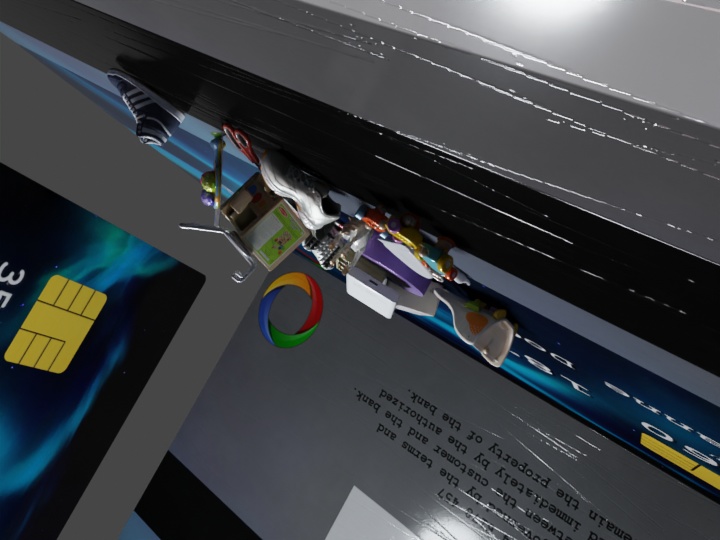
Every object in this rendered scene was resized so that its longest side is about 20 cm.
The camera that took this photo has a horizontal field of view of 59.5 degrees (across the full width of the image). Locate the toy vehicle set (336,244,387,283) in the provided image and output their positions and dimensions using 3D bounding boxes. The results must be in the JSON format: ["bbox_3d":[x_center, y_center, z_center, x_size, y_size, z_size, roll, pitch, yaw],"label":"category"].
[{"bbox_3d":[0.000,0.000,1.493,0.122,0.027,0.200,32,172,3],"label":"toy vehicle set"}]

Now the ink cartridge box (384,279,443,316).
[{"bbox_3d":[0.119,0.059,1.648,0.143,0.088,0.200,17,177,-4],"label":"ink cartridge box"}]

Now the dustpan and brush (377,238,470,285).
[{"bbox_3d":[0.137,-0.016,1.236,0.199,0.058,0.139,42,173,-20],"label":"dustpan and brush"}]

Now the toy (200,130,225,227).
[{"bbox_3d":[-0.328,-0.203,1.391,0.046,0.207,0.115,6,-176,-17],"label":"toy"}]

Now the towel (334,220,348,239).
[{"bbox_3d":[-0.059,-0.110,1.641,0.197,0.023,0.144,33,174,-2],"label":"towel"}]

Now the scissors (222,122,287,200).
[{"bbox_3d":[-0.216,-0.224,1.308,0.072,0.014,0.201,20,153,41],"label":"scissors"}]

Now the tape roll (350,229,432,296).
[{"bbox_3d":[0.074,-0.021,1.430,0.197,0.067,0.200,32,176,3],"label":"tape roll"}]

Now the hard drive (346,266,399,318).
[{"bbox_3d":[0.026,0.053,1.477,0.130,0.027,0.200,32,168,7],"label":"hard drive"}]

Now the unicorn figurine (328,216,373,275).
[{"bbox_3d":[-0.012,-0.066,1.297,0.073,0.138,0.200,40,160,-4],"label":"unicorn figurine"}]

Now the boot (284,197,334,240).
[{"bbox_3d":[-0.133,-0.158,1.415,0.137,0.078,0.201,34,163,19],"label":"boot"}]

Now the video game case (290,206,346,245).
[{"bbox_3d":[-0.143,-0.142,1.636,0.197,0.023,0.182,30,171,28],"label":"video game case"}]

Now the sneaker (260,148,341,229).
[{"bbox_3d":[-0.108,-0.167,1.227,0.090,0.077,0.200,-10,137,40],"label":"sneaker"}]

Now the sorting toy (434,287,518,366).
[{"bbox_3d":[0.250,0.106,1.438,0.179,0.108,0.199,37,179,36],"label":"sorting toy"}]

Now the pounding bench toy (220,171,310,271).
[{"bbox_3d":[-0.234,-0.136,1.385,0.156,0.124,0.201,46,176,43],"label":"pounding bench toy"}]

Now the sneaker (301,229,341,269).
[{"bbox_3d":[-0.105,-0.071,1.610,0.081,0.075,0.200,44,176,33],"label":"sneaker"}]

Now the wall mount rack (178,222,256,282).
[{"bbox_3d":[-0.298,-0.057,1.359,0.174,0.074,0.200,49,177,-8],"label":"wall mount rack"}]

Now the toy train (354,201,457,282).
[{"bbox_3d":[0.088,-0.059,1.077,0.198,0.056,0.150,36,176,-8],"label":"toy train"}]

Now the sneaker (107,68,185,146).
[{"bbox_3d":[-0.511,-0.367,1.442,0.197,0.110,0.070,32,174,-5],"label":"sneaker"}]
